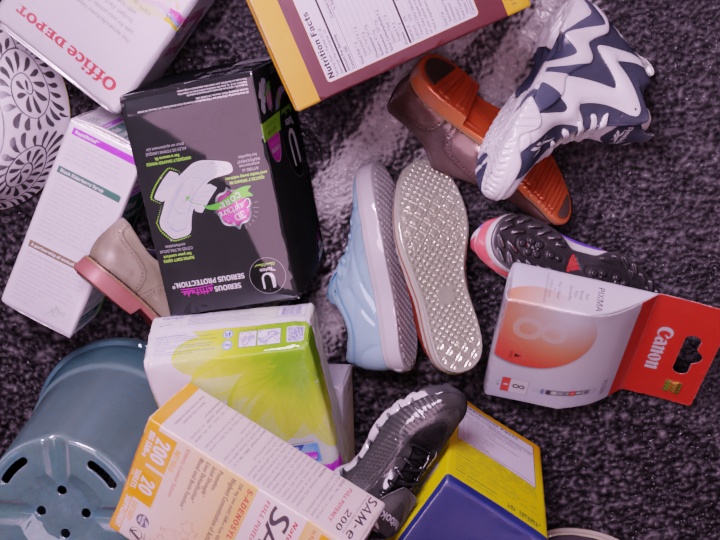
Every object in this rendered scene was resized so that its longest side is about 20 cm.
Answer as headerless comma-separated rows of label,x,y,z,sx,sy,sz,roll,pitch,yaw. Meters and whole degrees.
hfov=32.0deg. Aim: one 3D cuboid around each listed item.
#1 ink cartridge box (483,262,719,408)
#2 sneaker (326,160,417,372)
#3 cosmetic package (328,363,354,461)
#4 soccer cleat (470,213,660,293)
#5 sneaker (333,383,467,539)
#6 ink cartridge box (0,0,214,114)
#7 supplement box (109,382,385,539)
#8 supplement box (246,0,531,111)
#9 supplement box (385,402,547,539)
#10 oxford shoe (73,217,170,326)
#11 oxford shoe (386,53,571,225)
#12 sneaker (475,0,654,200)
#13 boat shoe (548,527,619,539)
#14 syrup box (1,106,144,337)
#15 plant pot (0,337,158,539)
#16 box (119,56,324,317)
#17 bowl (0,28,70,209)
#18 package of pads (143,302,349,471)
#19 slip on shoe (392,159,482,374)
ink cartridge box,0.219,0.077,1.141,0.198,0.050,0.163,15,144,8
sneaker,0.000,0.000,1.183,0.081,0.074,0.202,-3,98,21
cosmetic package,-0.057,0.196,1.244,0.101,0.074,0.202,0,104,8
soccer cleat,0.194,0.005,1.167,0.199,0.073,0.069,25,82,-17
sneaker,0.024,0.185,1.090,0.200,0.091,0.066,-42,129,13
ink cartridge box,-0.211,-0.265,1.130,0.144,0.085,0.200,38,106,-3
supplement box,-0.096,0.204,1.044,0.199,0.074,0.127,30,119,9
supplement box,0.009,-0.238,1.032,0.198,0.197,0.134,-24,102,2
supplement box,0.097,0.218,1.160,0.108,0.200,0.110,33,107,-4
oxford shoe,-0.176,0.026,1.188,0.075,0.070,0.200,-55,132,-7
oxford shoe,0.111,-0.108,1.149,0.200,0.071,0.073,44,133,-7
sneaker,0.191,-0.126,1.091,0.129,0.079,0.200,31,68,-11
boat shoe,0.262,0.320,1.237,0.199,0.065,0.072,27,109,0
syrup box,-0.263,-0.048,1.200,0.081,0.079,0.201,27,107,0
plant pot,-0.254,0.191,1.206,0.198,0.196,0.202,2,106,8
box,-0.118,-0.080,1.134,0.123,0.149,0.202,-8,104,11
bowl,-0.384,-0.145,1.183,0.199,0.094,0.203,2,105,7
package of pads,-0.100,0.123,1.125,0.153,0.069,0.201,-6,128,7
slip on shoe,0.068,-0.003,1.171,0.073,0.061,0.202,-11,88,-13
